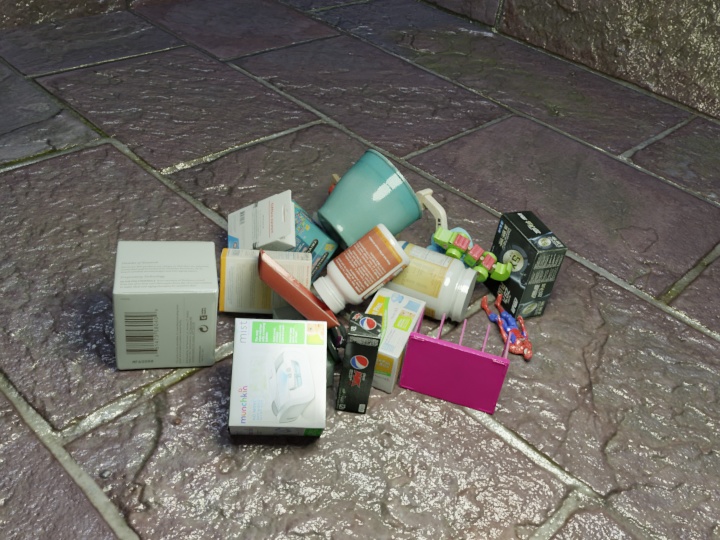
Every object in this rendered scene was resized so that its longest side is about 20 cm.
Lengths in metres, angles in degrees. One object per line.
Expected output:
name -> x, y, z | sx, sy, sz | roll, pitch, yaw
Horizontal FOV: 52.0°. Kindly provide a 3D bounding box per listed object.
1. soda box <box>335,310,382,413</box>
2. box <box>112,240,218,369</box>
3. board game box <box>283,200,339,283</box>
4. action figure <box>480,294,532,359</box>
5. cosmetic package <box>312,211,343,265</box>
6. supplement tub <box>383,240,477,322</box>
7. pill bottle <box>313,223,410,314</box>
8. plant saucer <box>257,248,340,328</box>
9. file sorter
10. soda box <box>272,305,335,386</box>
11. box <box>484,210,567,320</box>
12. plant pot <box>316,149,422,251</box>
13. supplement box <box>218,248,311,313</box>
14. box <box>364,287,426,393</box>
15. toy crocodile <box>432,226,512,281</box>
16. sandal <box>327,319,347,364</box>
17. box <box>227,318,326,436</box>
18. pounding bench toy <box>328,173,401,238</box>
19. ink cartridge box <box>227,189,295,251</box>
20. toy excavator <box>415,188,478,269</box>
soda box -> -0.004, 0.177, 1.409 | 0.063, 0.201, 0.071 | 9, 36, -1
box -> -0.389, 0.068, 1.479 | 0.198, 0.201, 0.172 | -1, 37, -15
board game box -> -0.159, -0.059, 1.741 | 0.047, 0.152, 0.200 | 23, 16, -51
action figure -> 0.339, 0.129, 1.678 | 0.065, 0.052, 0.201 | -2, 40, -21
cosmetic package -> -0.029, -0.071, 1.818 | 0.198, 0.108, 0.091 | 4, 36, -4
supplement tub -> 0.154, 0.028, 1.691 | 0.198, 0.146, 0.145 | 20, 38, 14
pill bottle -> 0.000, 0.000, 1.594 | 0.199, 0.112, 0.112 | -38, 46, 1
plant saucer -> -0.136, 0.042, 1.489 | 0.200, 0.037, 0.200 | 42, -1, -11
file sorter -> 0.197, 0.175, 1.507 | 0.198, 0.140, 0.126 | 15, 36, 9
soda box -> -0.121, 0.157, 1.528 | 0.068, 0.064, 0.200 | -11, 41, -23
box -> 0.383, -0.013, 1.745 | 0.085, 0.201, 0.164 | -6, 39, -23
plant pot -> 0.008, -0.140, 1.691 | 0.188, 0.201, 0.200 | -39, 51, -8
supplement box -> -0.208, 0.025, 1.624 | 0.198, 0.127, 0.074 | 4, 16, -7
box -> 0.052, 0.143, 1.551 | 0.111, 0.102, 0.200 | 18, 37, 12
toy crocodile -> 0.259, -0.038, 1.715 | 0.199, 0.062, 0.068 | 35, 61, 5
sandal -> -0.051, 0.128, 1.523 | 0.048, 0.076, 0.201 | -24, 17, 2
box -> -0.153, 0.200, 1.372 | 0.174, 0.097, 0.202 | 4, 68, -8
pounding bench toy -> 0.008, -0.154, 1.920 | 0.154, 0.125, 0.201 | -8, 40, -22
ink cartridge box -> -0.217, -0.099, 1.724 | 0.068, 0.199, 0.117 | 23, 57, -50
toy excavator -> 0.209, -0.085, 1.811 | 0.099, 0.202, 0.194 | -19, 30, -33
